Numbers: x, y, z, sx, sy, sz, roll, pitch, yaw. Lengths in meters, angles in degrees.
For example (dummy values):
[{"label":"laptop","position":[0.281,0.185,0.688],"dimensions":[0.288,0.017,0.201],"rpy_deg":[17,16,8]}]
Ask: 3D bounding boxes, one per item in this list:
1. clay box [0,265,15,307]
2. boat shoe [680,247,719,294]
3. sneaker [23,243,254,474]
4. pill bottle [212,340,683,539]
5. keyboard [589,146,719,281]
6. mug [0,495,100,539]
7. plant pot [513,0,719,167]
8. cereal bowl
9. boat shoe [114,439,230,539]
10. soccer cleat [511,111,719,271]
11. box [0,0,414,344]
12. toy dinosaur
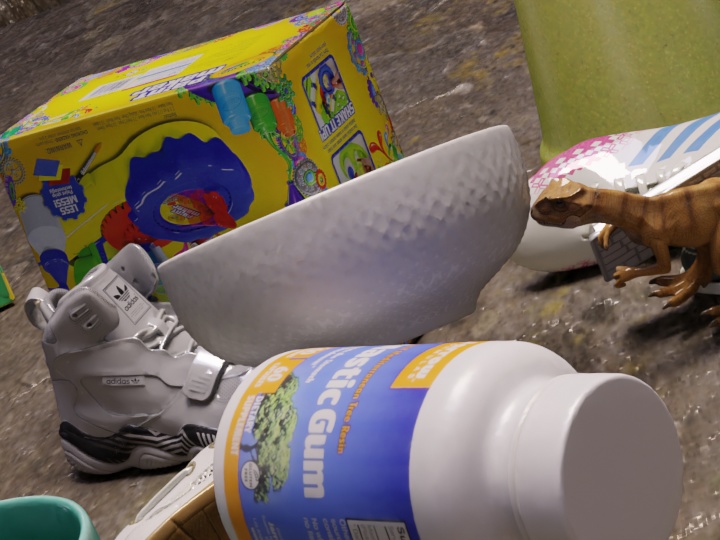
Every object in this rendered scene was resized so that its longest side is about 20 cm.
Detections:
[{"label":"clay box","position":[-0.353,0.012,1.837],"dimensions":[0.114,0.048,0.200],"rpy_deg":[-26,18,-15]},{"label":"boat shoe","position":[0.258,-0.043,1.216],"dimensions":[0.198,0.062,0.073],"rpy_deg":[-18,19,14]},{"label":"sneaker","position":[-0.103,0.046,1.299],"dimensions":[0.199,0.116,0.075],"rpy_deg":[-11,20,31]},{"label":"pill bottle","position":[0.038,0.087,1.002],"dimensions":[0.199,0.113,0.112],"rpy_deg":[-5,23,46]},{"label":"keyboard","position":[0.209,-0.058,1.209],"dimensions":[0.199,0.056,0.011],"rpy_deg":[-32,56,1]},{"label":"mug","position":[-0.158,0.185,0.938],"dimensions":[0.151,0.115,0.185],"rpy_deg":[-21,17,1]},{"label":"plant pot","position":[0.177,-0.154,1.450],"dimensions":[0.199,0.186,0.201],"rpy_deg":[-20,16,6]},{"label":"cereal bowl","position":[0.000,0.000,1.176],"dimensions":[0.199,0.084,0.200],"rpy_deg":[-21,-1,0]},{"label":"boat shoe","position":[-0.043,0.097,1.142],"dimensions":[0.199,0.071,0.069],"rpy_deg":[-31,21,-24]},{"label":"soccer cleat","position":[0.176,-0.048,1.322],"dimensions":[0.198,0.070,0.086],"rpy_deg":[-21,16,3]},{"label":"box","position":[-0.080,-0.030,1.373],"dimensions":[0.199,0.194,0.122],"rpy_deg":[-13,18,28]},{"label":"toy dinosaur","position":[0.187,-0.027,1.166],"dimensions":[0.198,0.107,0.061],"rpy_deg":[-13,35,-15]}]
